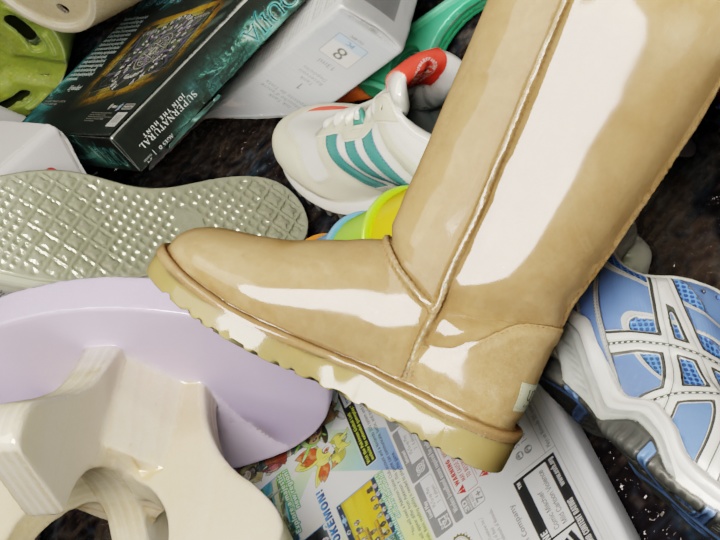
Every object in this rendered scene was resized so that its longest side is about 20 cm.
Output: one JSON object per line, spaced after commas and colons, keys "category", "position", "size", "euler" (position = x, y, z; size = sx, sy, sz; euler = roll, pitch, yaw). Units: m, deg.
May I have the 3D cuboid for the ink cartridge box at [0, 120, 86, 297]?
{"category": "ink cartridge box", "position": [-0.216, 0.035, 0.943], "size": [0.084, 0.145, 0.200], "euler": [8, 44, 42]}

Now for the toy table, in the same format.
{"category": "toy table", "position": [-0.114, 0.089, 0.830], "size": [0.199, 0.184, 0.117], "euler": [-15, 43, 26]}

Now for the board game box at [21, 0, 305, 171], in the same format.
{"category": "board game box", "position": [-0.112, -0.113, 0.995], "size": [0.135, 0.028, 0.200], "euler": [-48, 21, -13]}

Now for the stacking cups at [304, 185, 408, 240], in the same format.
{"category": "stacking cups", "position": [0.000, 0.000, 0.851], "size": [0.200, 0.060, 0.061], "euler": [-22, 48, 61]}

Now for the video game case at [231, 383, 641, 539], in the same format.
{"category": "video game case", "position": [0.021, 0.108, 0.825], "size": [0.182, 0.022, 0.200], "euler": [-41, 45, 17]}

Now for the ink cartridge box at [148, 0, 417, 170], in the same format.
{"category": "ink cartridge box", "position": [-0.034, -0.146, 1.012], "size": [0.200, 0.047, 0.161], "euler": [-33, 34, 47]}

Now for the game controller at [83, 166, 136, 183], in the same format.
{"category": "game controller", "position": [-0.212, -0.051, 1.127], "size": [0.200, 0.042, 0.105], "euler": [-31, 48, 25]}

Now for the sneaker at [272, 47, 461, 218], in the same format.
{"category": "sneaker", "position": [0.026, -0.069, 0.863], "size": [0.070, 0.094, 0.199], "euler": [-36, 37, -27]}

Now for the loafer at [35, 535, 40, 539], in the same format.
{"category": "loafer", "position": [-0.252, 0.128, 1.028], "size": [0.199, 0.070, 0.070], "euler": [12, 87, 37]}

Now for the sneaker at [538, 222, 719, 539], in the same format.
{"category": "sneaker", "position": [0.131, 0.048, 0.719], "size": [0.077, 0.076, 0.200], "euler": [-43, 52, -2]}

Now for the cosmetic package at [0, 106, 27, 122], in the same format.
{"category": "cosmetic package", "position": [-0.265, 0.000, 1.065], "size": [0.112, 0.081, 0.201], "euler": [-10, 73, 34]}

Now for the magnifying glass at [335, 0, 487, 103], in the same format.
{"category": "magnifying glass", "position": [0.020, -0.107, 0.960], "size": [0.199, 0.022, 0.080], "euler": [-8, 60, 42]}

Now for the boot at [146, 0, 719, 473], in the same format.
{"category": "boot", "position": [0.031, -0.045, 0.717], "size": [0.175, 0.066, 0.201], "euler": [26, 96, 8]}

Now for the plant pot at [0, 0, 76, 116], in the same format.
{"category": "plant pot", "position": [-0.239, -0.199, 1.122], "size": [0.200, 0.200, 0.191], "euler": [-28, 48, 27]}

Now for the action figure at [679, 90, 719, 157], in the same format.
{"category": "action figure", "position": [0.101, -0.135, 0.798], "size": [0.104, 0.194, 0.200], "euler": [-22, 19, -5]}

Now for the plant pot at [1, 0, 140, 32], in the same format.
{"category": "plant pot", "position": [-0.134, -0.236, 1.020], "size": [0.187, 0.188, 0.200], "euler": [4, 50, 44]}

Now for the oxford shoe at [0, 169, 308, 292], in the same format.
{"category": "oxford shoe", "position": [-0.122, -0.011, 0.923], "size": [0.058, 0.199, 0.075], "euler": [-50, 51, 49]}
